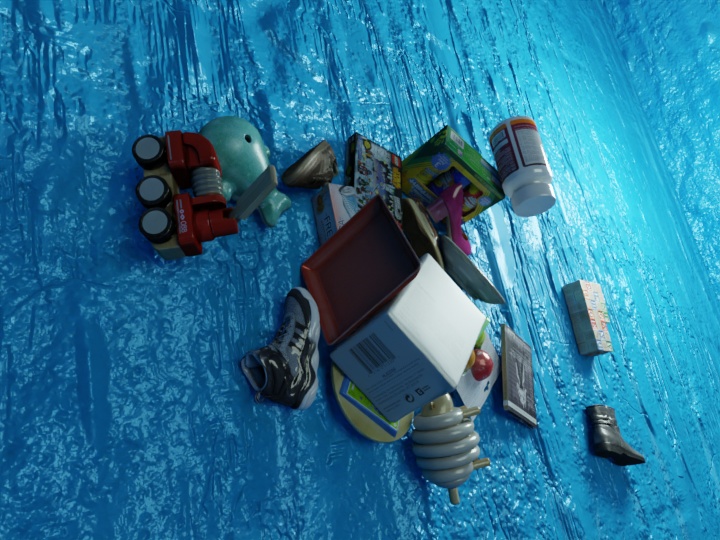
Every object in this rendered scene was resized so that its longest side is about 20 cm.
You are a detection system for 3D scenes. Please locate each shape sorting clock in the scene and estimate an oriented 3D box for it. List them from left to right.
[{"bbox_3d":[0.024,0.207,0.991,0.198,0.039,0.203,26,45,-28],"label":"shape sorting clock"}]

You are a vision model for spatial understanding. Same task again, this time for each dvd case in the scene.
[{"bbox_3d":[0.362,0.243,1.267,0.148,0.016,0.203,36,48,-41],"label":"dvd case"}]

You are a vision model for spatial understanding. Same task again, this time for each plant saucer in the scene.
[{"bbox_3d":[0.000,0.000,0.924,0.037,0.200,0.201,34,21,-41],"label":"plant saucer"},{"bbox_3d":[0.234,0.011,1.219,0.200,0.050,0.200,47,6,-6],"label":"plant saucer"}]

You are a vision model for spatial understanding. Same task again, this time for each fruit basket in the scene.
[{"bbox_3d":[0.226,0.178,1.167,0.185,0.093,0.203,-43,115,-45],"label":"fruit basket"}]

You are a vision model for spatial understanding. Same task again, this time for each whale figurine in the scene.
[{"bbox_3d":[-0.191,-0.172,0.941,0.200,0.103,0.160,48,46,-16],"label":"whale figurine"}]

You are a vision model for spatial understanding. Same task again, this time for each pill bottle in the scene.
[{"bbox_3d":[0.356,-0.227,1.210,0.108,0.109,0.203,9,61,-37],"label":"pill bottle"}]

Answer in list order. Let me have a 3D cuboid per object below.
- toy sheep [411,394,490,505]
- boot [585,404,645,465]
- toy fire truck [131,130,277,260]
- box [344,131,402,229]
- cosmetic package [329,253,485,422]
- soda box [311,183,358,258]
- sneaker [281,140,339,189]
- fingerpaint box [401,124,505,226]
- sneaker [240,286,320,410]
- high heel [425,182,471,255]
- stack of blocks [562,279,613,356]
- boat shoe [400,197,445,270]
[{"bbox_3d":[0.157,0.317,0.995,0.136,0.137,0.204,-2,76,-41],"label":"toy sheep"},{"bbox_3d":[0.667,0.426,1.436,0.199,0.069,0.133,30,47,-32],"label":"boot"},{"bbox_3d":[-0.222,-0.125,0.811,0.196,0.129,0.179,-10,73,-8],"label":"toy fire truck"},{"bbox_3d":[0.029,-0.181,1.183,0.135,0.040,0.203,21,57,-34],"label":"box"},{"bbox_3d":[0.087,0.114,0.960,0.167,0.167,0.200,46,40,-5],"label":"cosmetic package"},{"bbox_3d":[-0.035,-0.060,1.052,0.068,0.063,0.204,2,69,-40],"label":"soda box"},{"bbox_3d":[-0.082,-0.188,1.041,0.076,0.070,0.201,54,29,-15],"label":"sneaker"},{"bbox_3d":[0.204,-0.203,1.257,0.199,0.166,0.074,35,47,-24],"label":"fingerpaint box"},{"bbox_3d":[-0.127,0.116,0.877,0.113,0.075,0.204,14,64,-39],"label":"sneaker"},{"bbox_3d":[0.233,-0.110,1.259,0.200,0.096,0.068,41,18,-45],"label":"high heel"},{"bbox_3d":[0.650,0.136,1.561,0.114,0.058,0.204,11,63,-38],"label":"stack of blocks"},{"bbox_3d":[0.146,-0.069,1.213,0.071,0.072,0.203,-13,73,-42],"label":"boat shoe"}]
